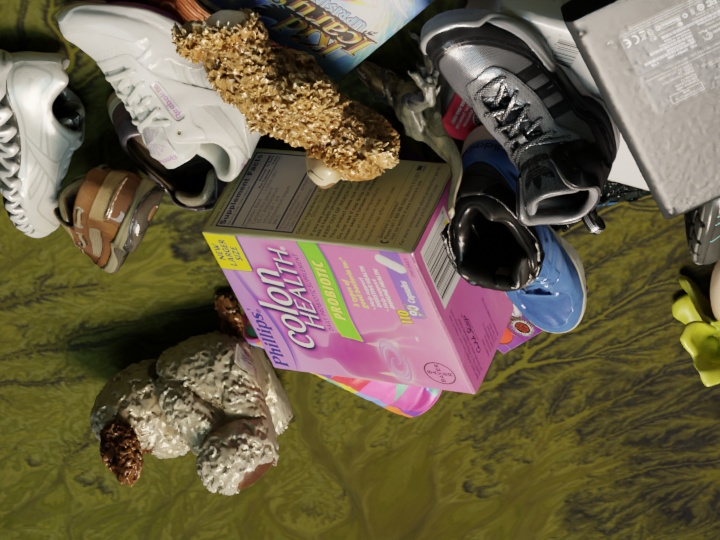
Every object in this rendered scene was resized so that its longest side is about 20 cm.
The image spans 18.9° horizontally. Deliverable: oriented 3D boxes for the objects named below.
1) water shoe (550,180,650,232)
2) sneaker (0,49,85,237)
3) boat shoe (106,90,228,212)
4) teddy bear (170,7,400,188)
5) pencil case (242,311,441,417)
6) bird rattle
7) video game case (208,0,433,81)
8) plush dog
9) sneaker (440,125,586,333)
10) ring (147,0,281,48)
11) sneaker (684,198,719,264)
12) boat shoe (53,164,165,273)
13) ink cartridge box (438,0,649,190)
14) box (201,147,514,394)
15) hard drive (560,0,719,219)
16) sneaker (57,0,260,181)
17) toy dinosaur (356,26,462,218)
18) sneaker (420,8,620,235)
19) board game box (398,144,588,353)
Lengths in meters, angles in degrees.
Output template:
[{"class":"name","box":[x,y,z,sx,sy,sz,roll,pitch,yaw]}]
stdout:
[{"class":"water shoe","box":[0.178,-0.063,1.806,0.198,0.079,0.072,-6,141,9]},{"class":"sneaker","box":[-0.263,-0.103,1.786,0.080,0.076,0.201,-8,140,-3]},{"class":"boat shoe","box":[-0.134,-0.080,1.807,0.072,0.065,0.200,-27,133,27]},{"class":"teddy bear","box":[-0.062,-0.128,1.647,0.144,0.067,0.200,7,151,47]},{"class":"pencil case","box":[-0.013,0.063,1.961,0.199,0.089,0.088,26,134,-29]},{"class":"bird rattle","box":[0.377,0.029,1.901,0.198,0.113,0.164,-3,124,0]},{"class":"video game case","box":[-0.033,-0.246,1.596,0.199,0.046,0.181,29,134,-30]},{"class":"plush dog","box":[-0.169,0.119,1.990,0.170,0.200,0.162,-18,104,8]},{"class":"sneaker","box":[0.120,-0.004,1.688,0.076,0.112,0.201,-5,129,22]},{"class":"ring","box":[-0.074,-0.229,1.666,0.198,0.019,0.201,2,140,1]},{"class":"sneaker","box":[0.315,-0.077,1.789,0.078,0.076,0.201,-1,139,-5]},{"class":"boat shoe","box":[-0.214,-0.052,1.802,0.073,0.076,0.200,26,165,-9]},{"class":"ink cartridge box","box":[0.174,-0.157,1.692,0.198,0.084,0.146,14,138,-14]},{"class":"box","box":[0.000,0.000,1.771,0.198,0.097,0.177,7,142,29]},{"class":"hard drive","box":[0.253,-0.143,1.618,0.139,0.033,0.201,-24,123,12]},{"class":"sneaker","box":[-0.156,-0.142,1.703,0.199,0.100,0.075,30,160,-28]},{"class":"toy dinosaur","box":[0.048,-0.131,1.668,0.047,0.200,0.089,-7,125,-16]},{"class":"sneaker","box":[0.122,-0.106,1.601,0.075,0.115,0.199,-31,129,34]},{"class":"board game box","box":[0.080,-0.015,1.807,0.199,0.032,0.120,37,150,-12]}]
